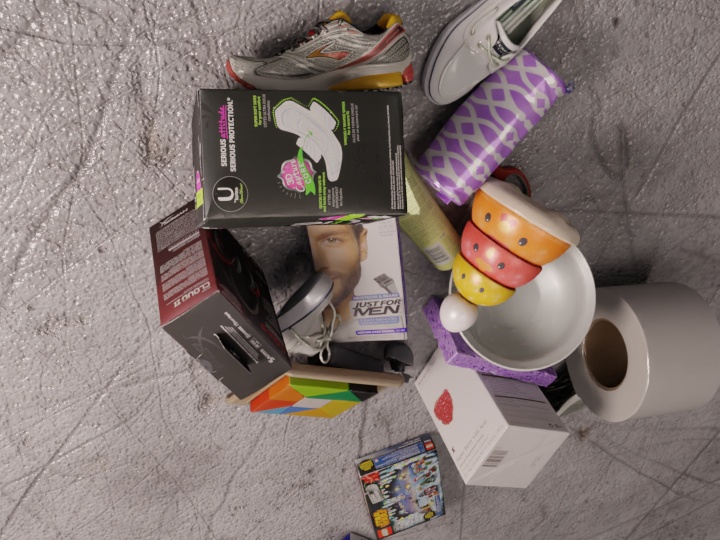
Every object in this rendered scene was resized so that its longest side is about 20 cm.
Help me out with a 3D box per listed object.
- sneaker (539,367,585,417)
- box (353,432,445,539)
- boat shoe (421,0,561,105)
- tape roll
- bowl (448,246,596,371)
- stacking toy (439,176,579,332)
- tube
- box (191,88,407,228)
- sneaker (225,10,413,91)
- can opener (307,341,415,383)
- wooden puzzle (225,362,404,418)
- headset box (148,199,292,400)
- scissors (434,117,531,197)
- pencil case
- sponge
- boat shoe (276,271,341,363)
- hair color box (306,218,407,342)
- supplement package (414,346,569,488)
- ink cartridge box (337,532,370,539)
[{"bbox_3d":[0.337,0.220,1.278,0.199,0.074,0.079,-29,136,1],"label":"sneaker"},{"bbox_3d":[0.072,0.377,1.309,0.136,0.040,0.201,-18,130,-7],"label":"box"},{"bbox_3d":[0.146,-0.261,0.835,0.073,0.067,0.200,26,113,-35],"label":"boat shoe"},{"bbox_3d":[0.426,0.121,1.152,0.138,0.203,0.204,-4,127,-19],"label":"tape roll"},{"bbox_3d":[0.214,0.036,1.048,0.200,0.090,0.202,0,85,-3],"label":"bowl"},{"bbox_3d":[0.167,-0.004,0.955,0.146,0.146,0.201,21,106,-33],"label":"stacking toy"},{"bbox_3d":[0.066,-0.081,0.958,0.200,0.052,0.058,46,59,-34],"label":"tube"},{"bbox_3d":[-0.069,-0.109,0.777,0.199,0.148,0.125,-2,90,-15],"label":"box"},{"bbox_3d":[-0.043,-0.227,0.791,0.199,0.078,0.083,-12,114,-17],"label":"sneaker"},{"bbox_3d":[0.008,0.121,1.064,0.053,0.067,0.200,-6,160,38],"label":"can opener"},{"bbox_3d":[-0.065,0.168,1.028,0.184,0.037,0.200,10,156,-28],"label":"wooden puzzle"},{"bbox_3d":[-0.157,0.036,0.849,0.075,0.200,0.149,-31,130,6],"label":"headset box"},{"bbox_3d":[0.161,-0.141,0.971,0.073,0.014,0.200,-32,130,6],"label":"scissors"},{"bbox_3d":[0.152,-0.169,0.894,0.200,0.084,0.085,-46,168,9],"label":"pencil case"},{"bbox_3d":[0.189,0.105,1.102,0.199,0.112,0.030,17,123,-32],"label":"sponge"},{"bbox_3d":[-0.066,0.077,0.945,0.086,0.075,0.202,38,139,-6],"label":"boat shoe"},{"bbox_3d":[0.000,0.000,0.958,0.109,0.065,0.201,-4,128,6],"label":"hair color box"},{"bbox_3d":[0.186,0.201,1.115,0.119,0.200,0.122,12,121,-30],"label":"supplement package"},{"bbox_3d":[-0.012,0.538,1.400,0.095,0.037,0.200,-43,132,13],"label":"ink cartridge box"}]
